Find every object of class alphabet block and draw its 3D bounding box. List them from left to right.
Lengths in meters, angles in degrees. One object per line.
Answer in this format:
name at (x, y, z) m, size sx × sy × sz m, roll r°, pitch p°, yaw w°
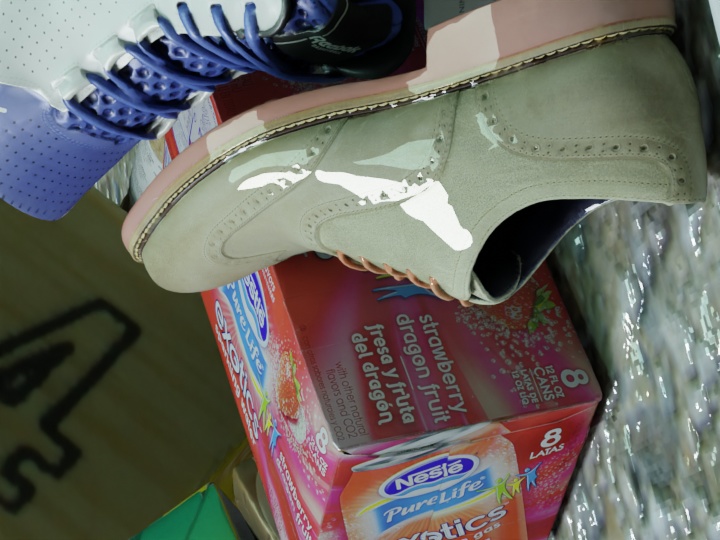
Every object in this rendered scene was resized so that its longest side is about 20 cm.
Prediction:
alphabet block at (-0.168, 0.087, 1.018) m, size 0.200 × 0.197 × 0.196 m, roll 37°, pitch 153°, yaw 8°

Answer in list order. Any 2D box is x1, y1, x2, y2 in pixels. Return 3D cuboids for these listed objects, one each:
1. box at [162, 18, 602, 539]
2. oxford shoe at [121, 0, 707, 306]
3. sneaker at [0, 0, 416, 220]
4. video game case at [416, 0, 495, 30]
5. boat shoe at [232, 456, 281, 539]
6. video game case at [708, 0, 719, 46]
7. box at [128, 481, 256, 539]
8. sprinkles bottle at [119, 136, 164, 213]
box at (0.000, 0.000, 0.714) m, size 0.100 × 0.095 × 0.201 m, roll 102°, pitch 153°, yaw -52°
oxford shoe at (0.009, -0.020, 0.590) m, size 0.199 × 0.071 × 0.074 m, roll -22°, pitch 82°, yaw 38°
sneaker at (-0.051, -0.086, 0.644) m, size 0.200 × 0.080 × 0.115 m, roll -50°, pitch 52°, yaw 16°
video game case at (0.003, -0.205, 0.694) m, size 0.200 × 0.036 × 0.183 m, roll -123°, pitch 27°, yaw -53°
boat shoe at (0.031, 0.141, 0.733) m, size 0.201 × 0.066 × 0.074 m, roll 57°, pitch 170°, yaw 4°
video game case at (0.132, -0.020, 0.395) m, size 0.200 × 0.023 × 0.184 m, roll 139°, pitch 120°, yaw -71°
box at (-0.010, 0.182, 0.797) m, size 0.200 × 0.048 × 0.118 m, roll 50°, pitch -173°, yaw -41°
sprinkles bottle at (-0.074, -0.057, 0.971) m, size 0.200 × 0.068 × 0.069 m, roll 121°, pitch 137°, yaw -65°
